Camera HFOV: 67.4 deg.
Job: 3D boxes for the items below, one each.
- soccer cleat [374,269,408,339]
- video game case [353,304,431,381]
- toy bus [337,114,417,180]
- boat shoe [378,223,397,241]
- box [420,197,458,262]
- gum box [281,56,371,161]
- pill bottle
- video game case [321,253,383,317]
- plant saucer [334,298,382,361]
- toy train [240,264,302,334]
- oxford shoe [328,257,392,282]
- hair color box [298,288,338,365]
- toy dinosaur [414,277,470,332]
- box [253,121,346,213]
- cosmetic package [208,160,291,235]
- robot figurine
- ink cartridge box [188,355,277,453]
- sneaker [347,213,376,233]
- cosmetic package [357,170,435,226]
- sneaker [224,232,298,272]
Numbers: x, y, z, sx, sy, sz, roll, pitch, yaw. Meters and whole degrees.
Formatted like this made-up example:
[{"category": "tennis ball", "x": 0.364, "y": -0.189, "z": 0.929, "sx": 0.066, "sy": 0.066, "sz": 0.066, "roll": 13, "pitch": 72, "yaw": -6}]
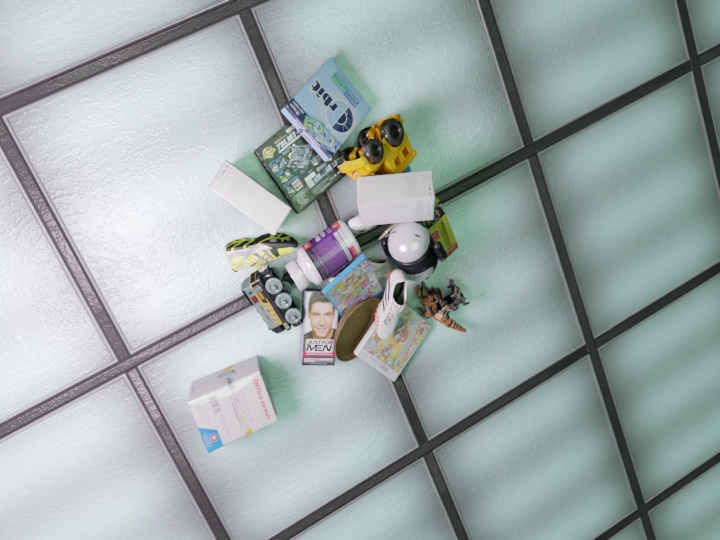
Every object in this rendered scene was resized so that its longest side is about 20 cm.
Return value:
[{"category": "soccer cleat", "x": 0.087, "y": 0.099, "z": 1.459, "sx": 0.066, "sy": 0.085, "sz": 0.207, "roll": 9, "pitch": 107, "yaw": -20}, {"category": "video game case", "x": 0.097, "y": 0.198, "z": 1.566, "sx": 0.181, "sy": 0.023, "sz": 0.203, "roll": 38, "pitch": 86, "yaw": -34}, {"category": "toy bus", "x": 0.059, "y": -0.281, "z": 1.440, "sx": 0.201, "sy": 0.134, "sz": 0.195, "roll": -48, "pitch": 117, "yaw": -27}, {"category": "boat shoe", "x": 0.136, "y": -0.136, "z": 1.526, "sx": 0.199, "sy": 0.073, "sz": 0.064, "roll": -39, "pitch": 98, "yaw": -11}, {"category": "box", "x": 0.212, "y": -0.116, "z": 1.517, "sx": 0.075, "sy": 0.050, "sz": 0.202, "roll": -39, "pitch": 136, "yaw": -8}, {"category": "gum box", "x": -0.085, "y": -0.419, "z": 1.404, "sx": 0.170, "sy": 0.044, "sz": 0.202, "roll": 45, "pitch": 64, "yaw": -19}, {"category": "pill bottle", "x": -0.103, "y": -0.036, "z": 1.457, "sx": 0.197, "sy": 0.111, "sz": 0.113, "roll": -36, "pitch": 105, "yaw": -8}, {"category": "video game case", "x": -0.016, "y": 0.054, "z": 1.450, "sx": 0.142, "sy": 0.018, "sz": 0.201, "roll": -41, "pitch": 149, "yaw": -6}, {"category": "plant saucer", "x": -0.010, "y": 0.158, "z": 1.506, "sx": 0.198, "sy": 0.035, "sz": 0.205, "roll": -34, "pitch": 141, "yaw": -32}, {"category": "toy train", "x": -0.234, "y": 0.080, "z": 1.447, "sx": 0.111, "sy": 0.086, "sz": 0.204, "roll": -25, "pitch": 119, "yaw": 7}, {"category": "oxford shoe", "x": 0.000, "y": 0.000, "z": 1.510, "sx": 0.193, "sy": 0.075, "sz": 0.060, "roll": -11, "pitch": 108, "yaw": -21}, {"category": "hair color box", "x": -0.116, "y": 0.157, "z": 1.509, "sx": 0.095, "sy": 0.061, "sz": 0.209, "roll": 2, "pitch": 97, "yaw": -15}, {"category": "toy dinosaur", "x": 0.245, "y": 0.102, "z": 1.598, "sx": 0.135, "sy": 0.103, "sz": 0.199, "roll": -42, "pitch": 125, "yaw": 10}, {"category": "box", "x": -0.151, "y": -0.293, "z": 1.438, "sx": 0.199, "sy": 0.050, "sz": 0.201, "roll": -39, "pitch": 104, "yaw": -8}, {"category": "cosmetic package", "x": -0.276, "y": -0.182, "z": 1.373, "sx": 0.197, "sy": 0.108, "sz": 0.086, "roll": 37, "pitch": 88, "yaw": -8}, {"category": "robot figurine", "x": 0.145, "y": -0.053, "z": 1.472, "sx": 0.147, "sy": 0.127, "sz": 0.201, "roll": -31, "pitch": 146, "yaw": 3}, {"category": "ink cartridge box", "x": -0.336, "y": 0.347, "z": 1.433, "sx": 0.194, "sy": 0.144, "sz": 0.152, "roll": -20, "pitch": 104, "yaw": -11}, {"category": "sneaker", "x": 0.034, "y": -0.171, "z": 1.489, "sx": 0.196, "sy": 0.077, "sz": 0.102, "roll": -27, "pitch": 91, "yaw": -34}, {"category": "cosmetic package", "x": 0.090, "y": -0.182, "z": 1.378, "sx": 0.192, "sy": 0.108, "sz": 0.088, "roll": -3, "pitch": 64, "yaw": 3}, {"category": "sneaker", "x": -0.260, "y": -0.048, "z": 1.442, "sx": 0.192, "sy": 0.076, "sz": 0.079, "roll": -8, "pitch": 116, "yaw": -8}]
